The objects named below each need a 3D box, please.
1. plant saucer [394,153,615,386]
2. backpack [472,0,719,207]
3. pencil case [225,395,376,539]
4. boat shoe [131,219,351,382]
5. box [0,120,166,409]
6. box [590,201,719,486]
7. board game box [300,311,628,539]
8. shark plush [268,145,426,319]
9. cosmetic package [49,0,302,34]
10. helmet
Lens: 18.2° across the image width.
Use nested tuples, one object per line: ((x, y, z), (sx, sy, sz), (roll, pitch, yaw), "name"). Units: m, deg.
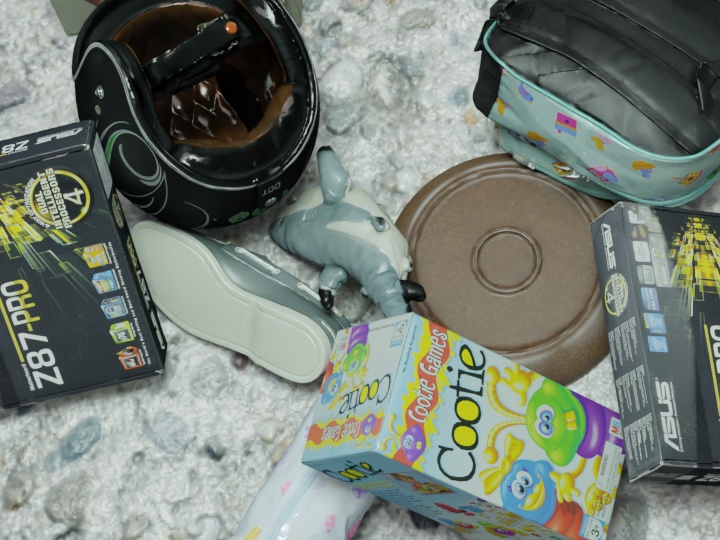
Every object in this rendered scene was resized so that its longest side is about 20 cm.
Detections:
((0.113, -0.003, 1.715), (0.198, 0.035, 0.202), (-2, 69, 5), "plant saucer")
((0.202, -0.141, 1.686), (0.199, 0.154, 0.176), (29, 60, 19), "backpack")
((-0.019, 0.145, 1.644), (0.083, 0.091, 0.201), (32, 77, 1), "pencil case")
((-0.092, 0.018, 1.728), (0.199, 0.073, 0.062), (31, 33, 23), "boat shoe")
((-0.247, 0.000, 1.669), (0.160, 0.201, 0.049), (-11, 29, 6), "box")
((0.255, 0.056, 1.629), (0.160, 0.049, 0.202), (5, 66, -27), "box")
((0.076, 0.120, 1.582), (0.199, 0.105, 0.104), (26, 69, -26), "board game box")
((0.000, 0.000, 1.687), (0.083, 0.091, 0.200), (-40, 53, 3), "shark plush")
((-0.148, -0.256, 1.810), (0.198, 0.087, 0.104), (-3, 70, 6), "cosmetic package")
((-0.126, -0.131, 1.708), (0.198, 0.191, 0.202), (1, 88, -17), "helmet")
